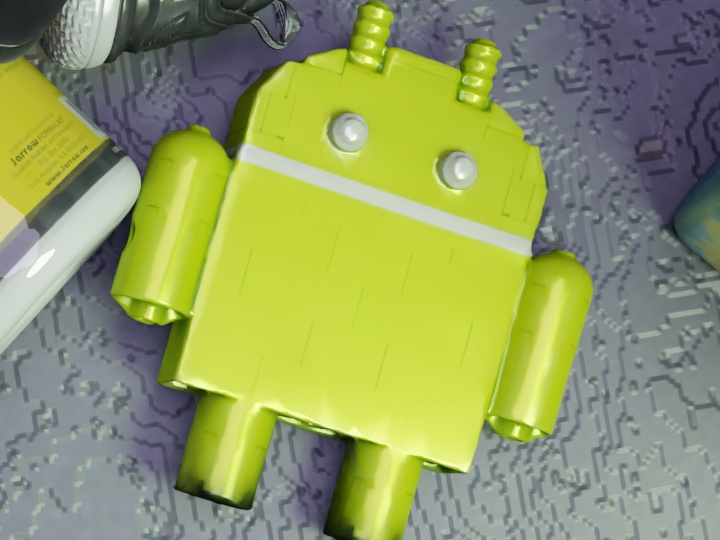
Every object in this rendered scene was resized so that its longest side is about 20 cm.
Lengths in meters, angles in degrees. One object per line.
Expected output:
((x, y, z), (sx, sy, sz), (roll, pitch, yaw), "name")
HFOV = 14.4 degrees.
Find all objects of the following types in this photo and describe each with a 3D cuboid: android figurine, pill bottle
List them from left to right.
((-0.184, -0.060, 1.023), (0.200, 0.112, 0.112), (43, 79, -1), "pill bottle")
((0.000, 0.000, 1.073), (0.181, 0.041, 0.201), (20, 82, -15), "android figurine")

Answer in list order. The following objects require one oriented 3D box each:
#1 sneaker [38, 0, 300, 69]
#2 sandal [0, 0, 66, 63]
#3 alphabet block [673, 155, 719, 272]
((-0.074, -0.173, 1.077), (0.113, 0.075, 0.201), (-1, 77, -20), "sneaker")
((-0.120, -0.172, 0.998), (0.076, 0.043, 0.201), (15, 75, -14), "sandal")
((0.266, -0.033, 1.050), (0.200, 0.195, 0.197), (41, 81, -3), "alphabet block")
